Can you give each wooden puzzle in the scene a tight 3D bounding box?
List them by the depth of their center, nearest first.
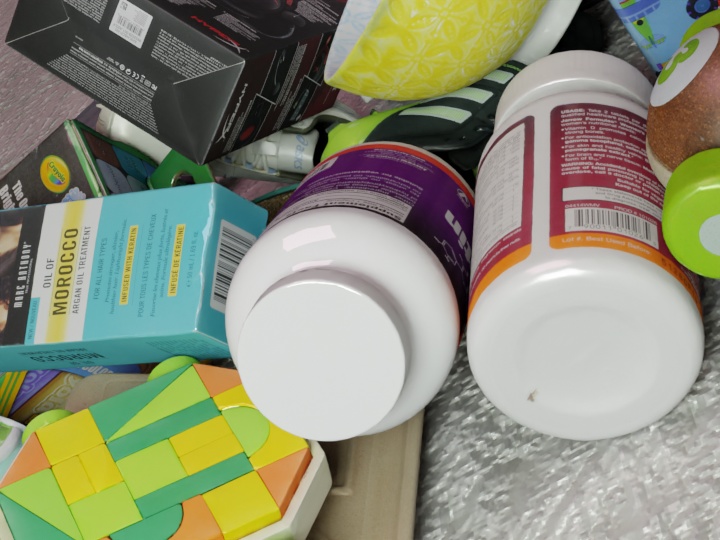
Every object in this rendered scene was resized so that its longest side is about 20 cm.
[{"bbox_3d":[-0.068,0.129,0.889,0.200,0.046,0.185,-3,41,9],"label":"wooden puzzle"}]

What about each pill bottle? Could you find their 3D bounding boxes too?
[{"bbox_3d":[-0.001,0.011,0.875,0.112,0.113,0.200,-29,11,18],"label":"pill bottle"},{"bbox_3d":[0.110,-0.020,0.878,0.109,0.110,0.200,-25,31,23],"label":"pill bottle"}]

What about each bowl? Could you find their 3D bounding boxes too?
[{"bbox_3d":[0.069,-0.174,1.006,0.200,0.108,0.200,-62,10,18],"label":"bowl"}]

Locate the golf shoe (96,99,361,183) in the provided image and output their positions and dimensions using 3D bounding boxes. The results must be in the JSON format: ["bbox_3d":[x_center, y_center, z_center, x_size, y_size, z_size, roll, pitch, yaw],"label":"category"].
[{"bbox_3d":[-0.072,-0.091,1.142,0.200,0.078,0.097,-6,21,-38],"label":"golf shoe"}]

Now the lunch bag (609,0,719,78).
[{"bbox_3d":[0.189,-0.211,1.021,0.094,0.151,0.200,-24,32,24],"label":"lunch bag"}]

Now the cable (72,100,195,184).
[{"bbox_3d":[-0.135,-0.083,1.228,0.051,0.163,0.200,35,71,24],"label":"cable"}]

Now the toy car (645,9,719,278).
[{"bbox_3d":[0.210,-0.119,0.779,0.157,0.200,0.164,5,36,10],"label":"toy car"}]

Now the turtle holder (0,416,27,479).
[{"bbox_3d":[-0.227,0.143,0.950,0.141,0.185,0.132,-50,16,47],"label":"turtle holder"}]

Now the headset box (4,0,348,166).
[{"bbox_3d":[-0.095,-0.151,1.090,0.200,0.149,0.075,-35,-26,-61],"label":"headset box"}]

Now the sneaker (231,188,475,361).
[{"bbox_3d":[0.000,0.000,1.004,0.200,0.082,0.077,-32,29,12],"label":"sneaker"}]

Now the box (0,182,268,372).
[{"bbox_3d":[-0.146,0.007,0.951,0.200,0.049,0.082,-6,70,33],"label":"box"}]

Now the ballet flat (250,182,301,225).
[{"bbox_3d":[-0.078,-0.002,1.137,0.200,0.070,0.065,-19,61,36],"label":"ballet flat"}]

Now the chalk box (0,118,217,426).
[{"bbox_3d":[-0.155,0.003,1.070,0.200,0.124,0.125,-38,55,17],"label":"chalk box"}]

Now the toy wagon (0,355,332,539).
[{"bbox_3d":[-0.116,0.118,0.846,0.200,0.040,0.155,-23,42,-14],"label":"toy wagon"}]

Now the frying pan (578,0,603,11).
[{"bbox_3d":[0.106,-0.167,1.123,0.190,0.031,0.115,-27,-8,19],"label":"frying pan"}]

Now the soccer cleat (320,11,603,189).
[{"bbox_3d":[0.071,-0.088,1.068,0.200,0.068,0.081,-30,50,-10],"label":"soccer cleat"}]

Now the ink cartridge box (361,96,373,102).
[{"bbox_3d":[0.064,-0.217,1.221,0.200,0.083,0.145,-31,17,13],"label":"ink cartridge box"}]
